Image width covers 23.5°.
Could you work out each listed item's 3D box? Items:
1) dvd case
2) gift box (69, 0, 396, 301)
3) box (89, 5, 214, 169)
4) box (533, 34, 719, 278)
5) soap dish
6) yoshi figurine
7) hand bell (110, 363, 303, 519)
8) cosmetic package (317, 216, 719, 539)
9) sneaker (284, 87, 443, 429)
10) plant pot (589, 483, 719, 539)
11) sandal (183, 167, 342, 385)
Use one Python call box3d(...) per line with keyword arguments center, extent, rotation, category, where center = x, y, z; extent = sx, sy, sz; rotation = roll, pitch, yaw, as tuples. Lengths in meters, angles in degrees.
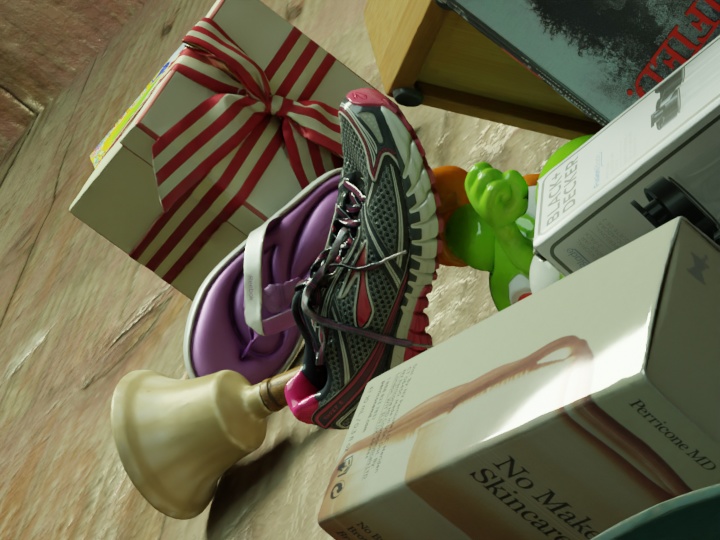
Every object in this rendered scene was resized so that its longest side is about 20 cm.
box3d(center=(0.156, -0.121, 0.792), extent=(0.146, 0.200, 0.022), rotation=(-52, 1, -7), category="dvd case")
box3d(center=(-0.094, -0.077, 1.322), extent=(0.187, 0.184, 0.200), rotation=(-40, 23, 53), category="gift box")
box3d(center=(-0.135, -0.123, 1.581), extent=(0.193, 0.122, 0.200), rotation=(-50, 18, 1), category="box")
box3d(center=(0.181, -0.045, 0.714), extent=(0.200, 0.117, 0.060), rotation=(-41, 20, 28), category="box")
box3d(center=(0.109, -0.127, 0.874), extent=(0.157, 0.200, 0.081), rotation=(121, 161, -68), category="soap dish")
box3d(center=(0.103, -0.030, 0.884), extent=(0.112, 0.112, 0.200), rotation=(-45, 21, -6), category="yoshi figurine")
box3d(center=(-0.049, 0.075, 1.095), extent=(0.200, 0.104, 0.104), rotation=(-26, 27, 25), category="hand bell")
box3d(center=(0.087, 0.072, 0.725), extent=(0.200, 0.103, 0.087), rotation=(-33, 26, 45), category="cosmetic package")
box3d(center=(0.000, 0.000, 0.939), extent=(0.081, 0.075, 0.200), rotation=(-127, 34, -62), category="sneaker")
box3d(center=(0.112, 0.161, 0.408), extent=(0.200, 0.200, 0.135), rotation=(-54, -20, -11), category="plant pot")
box3d(center=(-0.053, 0.002, 1.202), extent=(0.203, 0.082, 0.050), rotation=(-56, 7, -22), category="sandal")
